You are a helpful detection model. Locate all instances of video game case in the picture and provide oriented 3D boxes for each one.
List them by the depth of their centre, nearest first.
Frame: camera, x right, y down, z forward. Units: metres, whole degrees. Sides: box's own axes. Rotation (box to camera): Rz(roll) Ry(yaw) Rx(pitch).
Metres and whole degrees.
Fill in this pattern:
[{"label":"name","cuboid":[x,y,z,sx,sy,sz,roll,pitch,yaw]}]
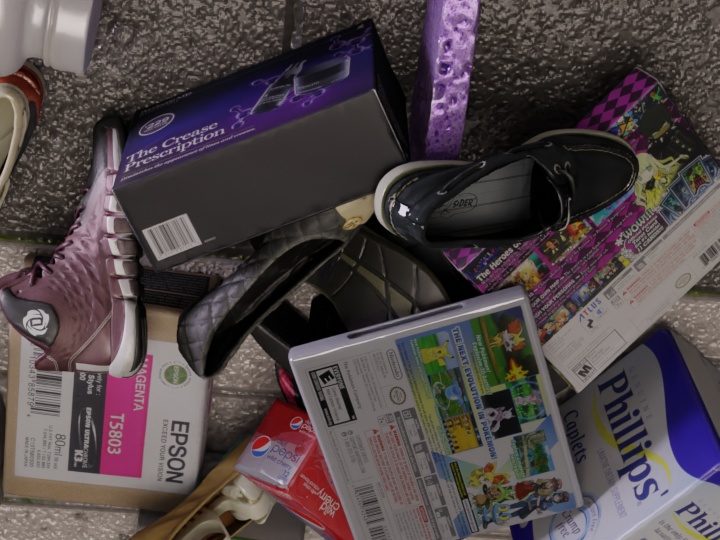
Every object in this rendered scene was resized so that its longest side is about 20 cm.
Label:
[{"label":"video game case","cuboid":[0.061,0.121,1.109,0.182,0.022,0.200,-15,117,5]},{"label":"video game case","cuboid":[0.188,-0.025,1.109,0.200,0.036,0.181,-44,127,4]}]

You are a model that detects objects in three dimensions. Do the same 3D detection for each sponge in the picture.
[{"label":"sponge","cuboid":[0.058,-0.132,1.059,0.030,0.112,0.200,5,118,-5]}]

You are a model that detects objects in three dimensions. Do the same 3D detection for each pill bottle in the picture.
[{"label":"pill bottle","cuboid":[-0.285,-0.198,1.018,0.200,0.111,0.111,11,118,-7]}]

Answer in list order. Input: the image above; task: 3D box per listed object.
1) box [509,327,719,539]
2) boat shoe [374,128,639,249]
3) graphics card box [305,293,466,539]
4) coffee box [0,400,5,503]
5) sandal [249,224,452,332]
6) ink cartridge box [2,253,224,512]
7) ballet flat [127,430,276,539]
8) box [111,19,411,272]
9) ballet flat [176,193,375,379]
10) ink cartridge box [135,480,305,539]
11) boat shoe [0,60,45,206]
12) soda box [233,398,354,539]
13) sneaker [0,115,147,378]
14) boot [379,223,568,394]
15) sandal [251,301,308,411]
[{"label":"box","cuboid":[0.225,0.179,1.188,0.200,0.184,0.105,-41,117,19]},{"label":"boat shoe","cuboid":[0.113,-0.051,1.000,0.199,0.066,0.075,-5,114,-21]},{"label":"graphics card box","cuboid":[0.031,0.114,1.187,0.051,0.126,0.200,-29,117,20]},{"label":"coffee box","cuboid":[-0.411,0.138,1.150,0.200,0.200,0.198,-6,121,4]},{"label":"sandal","cuboid":[0.000,-0.001,1.130,0.201,0.057,0.080,39,109,21]},{"label":"ink cartridge box","cuboid":[-0.206,0.096,1.203,0.165,0.075,0.200,7,118,-3]},{"label":"ballet flat","cuboid":[-0.112,0.203,1.198,0.200,0.063,0.069,-40,128,-26]},{"label":"box","cuboid":[-0.069,-0.093,1.062,0.200,0.141,0.079,-20,115,10]},{"label":"ballet flat","cuboid":[-0.058,0.006,1.084,0.200,0.057,0.066,-42,146,19]},{"label":"ink cartridge box","cuboid":[-0.136,0.292,1.306,0.146,0.084,0.200,9,118,-5]},{"label":"boat shoe","cuboid":[-0.301,-0.071,1.116,0.071,0.063,0.200,27,116,-17]},{"label":"soda box","cuboid":[-0.016,0.187,1.212,0.070,0.063,0.200,-58,137,-15]},{"label":"sneaker","cuboid":[-0.223,-0.017,1.096,0.115,0.076,0.200,-3,82,-3]},{"label":"boot","cuboid":[0.131,0.013,1.166,0.165,0.066,0.200,-22,115,19]},{"label":"sandal","cuboid":[-0.046,0.083,1.203,0.045,0.075,0.200,-38,106,23]}]
